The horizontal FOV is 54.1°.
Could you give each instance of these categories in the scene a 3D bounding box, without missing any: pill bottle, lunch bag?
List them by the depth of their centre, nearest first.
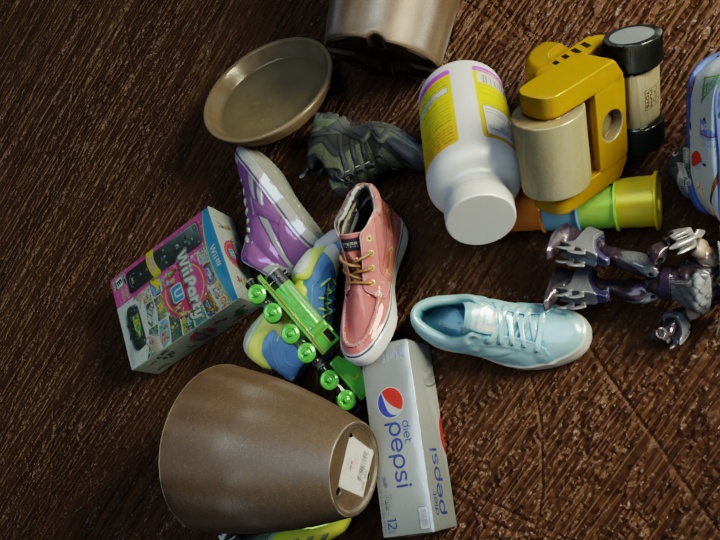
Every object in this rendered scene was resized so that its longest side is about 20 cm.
[{"bbox_3d":[0.383,-0.123,0.620,0.195,0.076,0.164,-13,111,4],"label":"lunch bag"},{"bbox_3d":[0.119,-0.128,0.768,0.102,0.104,0.203,-20,47,22],"label":"pill bottle"}]

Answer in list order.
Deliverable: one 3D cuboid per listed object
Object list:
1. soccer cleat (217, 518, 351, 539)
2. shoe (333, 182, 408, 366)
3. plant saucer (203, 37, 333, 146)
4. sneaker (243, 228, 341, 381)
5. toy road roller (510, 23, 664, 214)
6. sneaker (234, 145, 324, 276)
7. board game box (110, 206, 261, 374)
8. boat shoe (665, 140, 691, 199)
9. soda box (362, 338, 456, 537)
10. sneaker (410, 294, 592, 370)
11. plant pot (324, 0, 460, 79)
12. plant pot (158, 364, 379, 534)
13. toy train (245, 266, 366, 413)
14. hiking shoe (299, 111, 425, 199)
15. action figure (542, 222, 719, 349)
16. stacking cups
[{"bbox_3d":[-0.089,0.328,0.838,0.197,0.065,0.085,-25,96,16],"label":"soccer cleat"},{"bbox_3d":[0.000,0.000,0.804,0.070,0.091,0.204,-8,52,32],"label":"shoe"},{"bbox_3d":[-0.125,-0.243,0.971,0.195,0.030,0.204,-13,51,16],"label":"plant saucer"},{"bbox_3d":[-0.054,0.051,0.883,0.104,0.076,0.201,39,96,10],"label":"sneaker"},{"bbox_3d":[0.212,-0.166,0.729,0.198,0.125,0.145,-34,37,-21],"label":"toy road roller"},{"bbox_3d":[-0.140,-0.075,0.950,0.114,0.072,0.202,-43,61,17],"label":"sneaker"},{"bbox_3d":[-0.247,0.030,0.986,0.198,0.064,0.150,-32,65,17],"label":"board game box"},{"bbox_3d":[0.390,-0.144,0.685,0.198,0.069,0.057,-34,24,10],"label":"boat shoe"},{"bbox_3d":[0.053,0.184,0.781,0.062,0.068,0.205,-16,70,26],"label":"soda box"},{"bbox_3d":[0.143,0.064,0.754,0.196,0.082,0.076,-1,78,27],"label":"sneaker"},{"bbox_3d":[0.048,-0.354,0.856,0.196,0.199,0.203,12,91,30],"label":"plant pot"},{"bbox_3d":[-0.084,0.203,0.770,0.196,0.186,0.192,-2,76,34],"label":"plant pot"},{"bbox_3d":[-0.058,0.078,0.827,0.056,0.042,0.201,-40,87,-9],"label":"toy train"},{"bbox_3d":[0.008,-0.134,0.891,0.197,0.075,0.103,20,96,40],"label":"hiking shoe"},{"bbox_3d":[0.279,0.011,0.680,0.196,0.069,0.133,9,123,35],"label":"action figure"},{"bbox_3d":[0.217,-0.071,0.759,0.196,0.060,0.062,0,77,28],"label":"stacking cups"}]
